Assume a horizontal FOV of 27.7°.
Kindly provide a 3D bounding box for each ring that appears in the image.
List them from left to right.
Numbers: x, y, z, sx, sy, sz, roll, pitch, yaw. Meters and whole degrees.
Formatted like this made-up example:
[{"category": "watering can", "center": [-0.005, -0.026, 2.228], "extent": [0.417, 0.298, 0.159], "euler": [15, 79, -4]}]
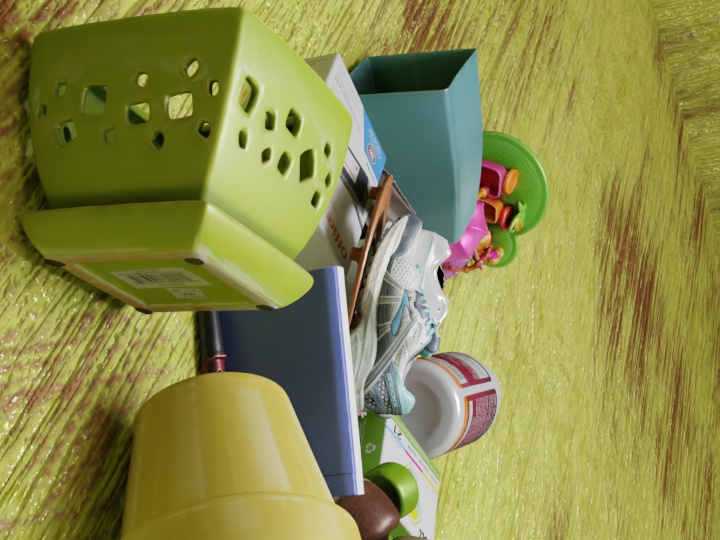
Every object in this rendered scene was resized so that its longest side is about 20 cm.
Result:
[{"category": "ring", "center": [0.000, 0.000, 1.466], "extent": [0.200, 0.019, 0.201], "euler": [13, 90, -86]}]

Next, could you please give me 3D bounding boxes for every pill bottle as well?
[{"category": "pill bottle", "center": [0.093, 0.152, 1.678], "extent": [0.200, 0.112, 0.114], "euler": [-1, 82, -68]}]

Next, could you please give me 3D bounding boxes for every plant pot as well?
[{"category": "plant pot", "center": [-0.140, -0.073, 1.145], "extent": [0.199, 0.199, 0.182], "euler": [38, 55, -58]}, {"category": "plant pot", "center": [-0.104, 0.192, 1.144], "extent": [0.201, 0.200, 0.190], "euler": [46, 26, -53]}, {"category": "plant pot", "center": [0.066, -0.137, 1.707], "extent": [0.141, 0.141, 0.201], "euler": [-55, 140, -57]}]

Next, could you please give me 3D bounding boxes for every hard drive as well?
[{"category": "hard drive", "center": [-0.068, 0.105, 1.308], "extent": [0.025, 0.131, 0.201], "euler": [12, 71, -64]}]

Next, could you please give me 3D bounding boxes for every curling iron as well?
[{"category": "curling iron", "center": [-0.134, 0.084, 1.298], "extent": [0.050, 0.025, 0.201], "euler": [36, 49, -62]}]

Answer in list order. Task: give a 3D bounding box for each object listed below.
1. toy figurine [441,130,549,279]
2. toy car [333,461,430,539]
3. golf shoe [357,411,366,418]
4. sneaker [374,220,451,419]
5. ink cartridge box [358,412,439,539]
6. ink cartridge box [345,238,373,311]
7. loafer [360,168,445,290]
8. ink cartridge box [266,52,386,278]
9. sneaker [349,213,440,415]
[{"category": "toy figurine", "center": [0.135, -0.055, 1.882], "extent": [0.184, 0.150, 0.201], "euler": [-40, 143, -48]}, {"category": "toy car", "center": [0.034, 0.294, 1.315], "extent": [0.164, 0.200, 0.158], "euler": [-24, 137, -48]}, {"category": "golf shoe", "center": [-0.048, 0.114, 1.428], "extent": [0.200, 0.075, 0.092], "euler": [-6, 84, -67]}, {"category": "sneaker", "center": [0.048, 0.052, 1.478], "extent": [0.070, 0.080, 0.201], "euler": [91, 6, -83]}, {"category": "ink cartridge box", "center": [0.015, 0.266, 1.507], "extent": [0.148, 0.075, 0.201], "euler": [55, 33, -45]}, {"category": "ink cartridge box", "center": [-0.004, 0.069, 1.591], "extent": [0.095, 0.037, 0.201], "euler": [60, 33, -39]}, {"category": "loafer", "center": [0.045, -0.046, 1.645], "extent": [0.073, 0.071, 0.200], "euler": [-53, 129, -25]}, {"category": "ink cartridge box", "center": [-0.053, -0.101, 1.476], "extent": [0.200, 0.084, 0.145], "euler": [-72, 145, -46]}, {"category": "sneaker", "center": [0.038, 0.046, 1.406], "extent": [0.078, 0.086, 0.201], "euler": [90, 16, -79]}]
